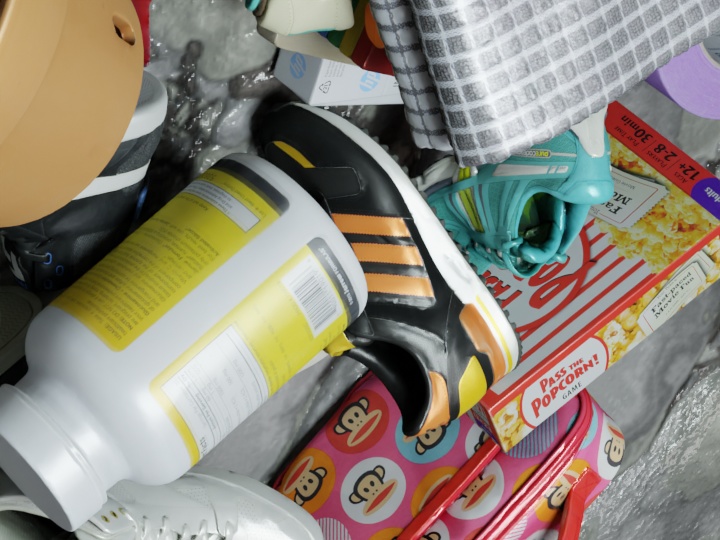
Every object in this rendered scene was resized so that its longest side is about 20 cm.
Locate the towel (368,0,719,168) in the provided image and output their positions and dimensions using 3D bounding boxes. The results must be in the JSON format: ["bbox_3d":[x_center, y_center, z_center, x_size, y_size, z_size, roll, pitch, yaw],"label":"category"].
[{"bbox_3d":[0.098,-0.164,1.328,0.200,0.086,0.166,-31,117,-22],"label":"towel"}]

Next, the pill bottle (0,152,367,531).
[{"bbox_3d":[-0.101,0.039,1.405,0.200,0.112,0.112,-41,140,-17],"label":"pill bottle"}]

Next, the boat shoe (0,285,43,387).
[{"bbox_3d":[-0.240,0.091,1.427,0.200,0.072,0.068,-36,139,-19],"label":"boat shoe"}]

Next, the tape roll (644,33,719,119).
[{"bbox_3d":[0.234,-0.193,1.635,0.200,0.066,0.200,-24,136,-26],"label":"tape roll"}]

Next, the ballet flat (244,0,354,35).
[{"bbox_3d":[-0.005,-0.211,1.340,0.069,0.069,0.200,2,107,-43],"label":"ballet flat"}]

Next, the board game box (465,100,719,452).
[{"bbox_3d":[0.111,-0.006,1.605,0.200,0.151,0.046,-39,141,-12],"label":"board game box"}]

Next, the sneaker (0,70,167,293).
[{"bbox_3d":[-0.187,-0.030,1.376,0.200,0.073,0.112,-16,132,-33],"label":"sneaker"}]

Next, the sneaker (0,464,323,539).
[{"bbox_3d":[-0.117,0.151,1.477,0.200,0.116,0.074,18,113,-8],"label":"sneaker"}]

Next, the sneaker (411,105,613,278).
[{"bbox_3d":[0.078,-0.031,1.496,0.077,0.080,0.200,-4,158,-25],"label":"sneaker"}]

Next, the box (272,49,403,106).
[{"bbox_3d":[0.058,-0.169,1.513,0.200,0.041,0.156,-6,124,-41],"label":"box"}]

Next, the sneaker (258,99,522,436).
[{"bbox_3d":[0.000,0.000,1.492,0.090,0.070,0.200,-43,98,-27],"label":"sneaker"}]

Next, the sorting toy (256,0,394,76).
[{"bbox_3d":[0.073,-0.183,1.431,0.200,0.070,0.199,9,113,-45],"label":"sorting toy"}]

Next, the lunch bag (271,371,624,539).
[{"bbox_3d":[0.059,0.133,1.650,0.200,0.176,0.082,-48,141,-1],"label":"lunch bag"}]

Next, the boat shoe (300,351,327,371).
[{"bbox_3d":[-0.069,0.019,1.520,0.200,0.075,0.093,-40,145,-11],"label":"boat shoe"}]

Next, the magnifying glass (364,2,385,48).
[{"bbox_3d":[0.088,-0.157,1.393,0.200,0.022,0.080,-23,131,-27],"label":"magnifying glass"}]

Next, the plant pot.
[{"bbox_3d":[-0.191,-0.105,1.222,0.200,0.200,0.140,-54,146,6],"label":"plant pot"}]

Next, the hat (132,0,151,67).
[{"bbox_3d":[-0.142,-0.205,1.318,0.166,0.176,0.200,-13,89,-40],"label":"hat"}]
